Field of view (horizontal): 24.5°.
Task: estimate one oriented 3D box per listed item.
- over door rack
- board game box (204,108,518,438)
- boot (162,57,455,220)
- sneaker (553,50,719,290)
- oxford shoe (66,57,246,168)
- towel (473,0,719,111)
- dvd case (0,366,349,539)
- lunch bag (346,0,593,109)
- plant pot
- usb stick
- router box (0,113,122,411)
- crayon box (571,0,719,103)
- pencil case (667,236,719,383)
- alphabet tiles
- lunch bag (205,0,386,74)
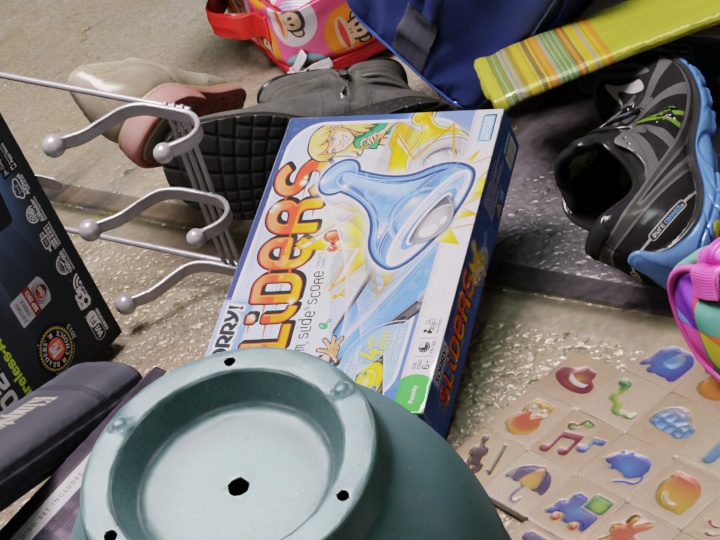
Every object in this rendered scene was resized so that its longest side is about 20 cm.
[{"bbox_3d":[-0.162,-0.050,0.983,0.199,0.148,0.067,23,57,30],"label":"over door rack"},{"bbox_3d":[0.000,0.000,0.898,0.135,0.035,0.201,-1,53,24],"label":"board game box"},{"bbox_3d":[-0.044,-0.090,1.071,0.199,0.068,0.131,-9,24,-19],"label":"boot"},{"bbox_3d":[0.148,-0.066,0.910,0.082,0.071,0.200,13,36,-6],"label":"sneaker"},{"bbox_3d":[-0.129,-0.111,1.086,0.071,0.074,0.200,-56,-8,6],"label":"oxford shoe"},{"bbox_3d":[0.165,-0.141,0.974,0.199,0.018,0.086,-21,23,5],"label":"towel"},{"bbox_3d":[-0.072,0.131,0.777,0.199,0.016,0.149,21,55,34],"label":"dvd case"},{"bbox_3d":[0.086,-0.209,1.049,0.136,0.200,0.132,39,52,8],"label":"lunch bag"},{"bbox_3d":[-0.036,0.117,0.669,0.199,0.135,0.201,-9,43,9],"label":"plant pot"},{"bbox_3d":[-0.171,0.087,0.857,0.055,0.033,0.200,6,15,16],"label":"usb stick"},{"bbox_3d":[-0.237,0.005,0.926,0.062,0.201,0.150,0,38,39],"label":"router box"},{"bbox_3d":[0.238,-0.182,1.069,0.125,0.052,0.200,10,44,41],"label":"crayon box"},{"bbox_3d":[0.241,-0.017,0.781,0.200,0.089,0.088,-31,33,-18],"label":"pencil case"},{"bbox_3d":[0.133,0.097,0.754,0.167,0.008,0.200,-37,34,-22],"label":"alphabet tiles"},{"bbox_3d":[-0.033,-0.222,1.262,0.176,0.082,0.200,-28,33,-9],"label":"lunch bag"}]
